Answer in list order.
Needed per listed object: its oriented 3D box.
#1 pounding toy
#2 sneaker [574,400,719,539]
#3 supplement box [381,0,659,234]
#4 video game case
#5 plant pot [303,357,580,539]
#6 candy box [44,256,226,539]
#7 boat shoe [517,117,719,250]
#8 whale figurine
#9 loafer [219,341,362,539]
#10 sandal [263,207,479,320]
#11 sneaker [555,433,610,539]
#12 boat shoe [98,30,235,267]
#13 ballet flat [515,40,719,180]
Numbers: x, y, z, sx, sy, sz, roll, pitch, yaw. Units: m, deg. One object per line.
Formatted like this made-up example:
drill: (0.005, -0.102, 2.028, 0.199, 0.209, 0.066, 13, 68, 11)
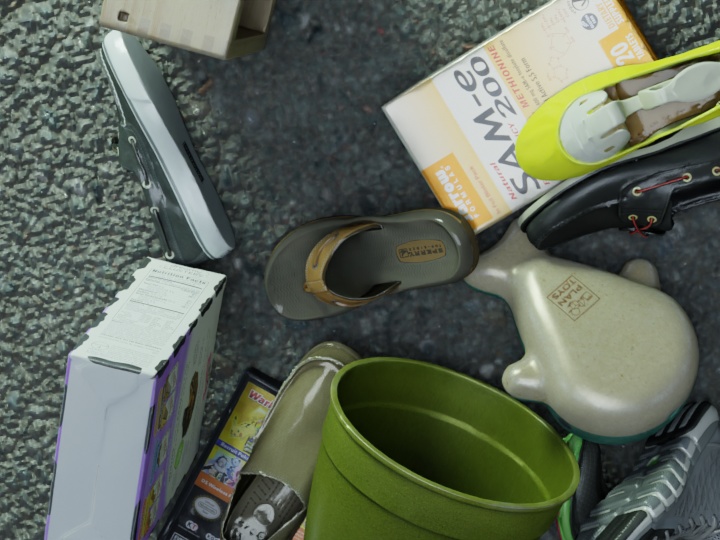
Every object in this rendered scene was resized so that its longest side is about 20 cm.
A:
pounding toy: (-0.135, -0.267, 1.669, 0.142, 0.200, 0.184, 16, 100, 6)
sneaker: (0.247, 0.198, 1.705, 0.075, 0.200, 0.116, -23, 108, 49)
supplement box: (0.134, -0.127, 1.717, 0.200, 0.074, 0.126, -32, 93, 11)
video game case: (-0.046, 0.204, 1.818, 0.200, 0.026, 0.181, 29, 102, 4)
plant pot: (0.040, 0.201, 1.708, 0.200, 0.200, 0.193, 23, 113, 4)
candy box: (-0.171, 0.106, 1.716, 0.072, 0.200, 0.168, 13, 114, 7)
boat shoe: (0.220, -0.059, 1.704, 0.201, 0.074, 0.063, -22, 75, 1)
whale figurine: (0.170, 0.051, 1.736, 0.159, 0.104, 0.200, -42, 69, -17)
loafer: (-0.052, 0.152, 1.764, 0.076, 0.067, 0.200, 25, 101, 4)
sandal: (0.000, 0.000, 1.734, 0.200, 0.055, 0.082, -8, 110, 35)
sneaker: (0.203, 0.215, 1.766, 0.084, 0.077, 0.200, -17, 106, 4)
boat shoe: (-0.166, -0.094, 1.769, 0.057, 0.069, 0.200, -24, 97, 11)
ballet flat: (0.205, -0.121, 1.638, 0.200, 0.067, 0.067, -22, 93, 9)
